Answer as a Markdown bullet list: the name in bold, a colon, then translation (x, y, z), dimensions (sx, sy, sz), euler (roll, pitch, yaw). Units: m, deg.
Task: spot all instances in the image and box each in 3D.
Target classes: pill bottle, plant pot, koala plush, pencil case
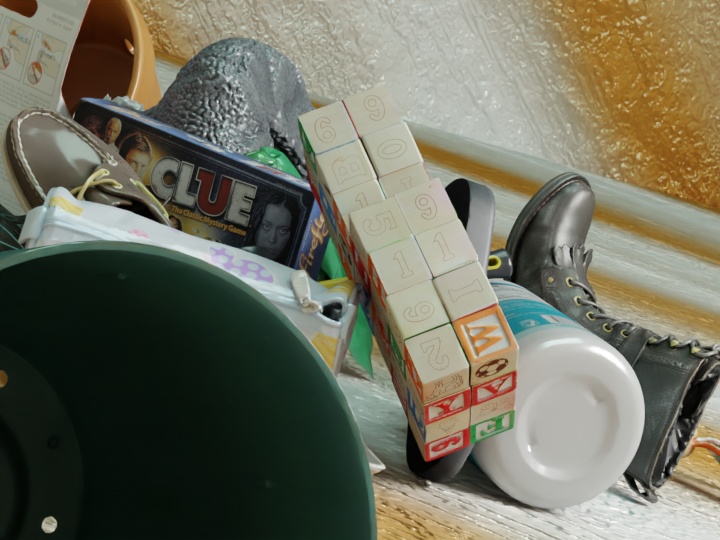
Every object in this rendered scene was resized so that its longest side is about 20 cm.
- **pill bottle**: translation (0.094, 0.070, 1.710), dimensions (0.110, 0.111, 0.200), euler (14, 8, -21)
- **plant pot**: translation (-0.119, 0.087, 0.903), dimensions (0.200, 0.202, 0.161), euler (13, -3, -29)
- **koala plush**: translation (-0.140, -0.075, 1.966), dimensions (0.199, 0.184, 0.178), euler (-6, 39, 26)
- **pencil case**: translation (-0.099, 0.018, 1.542), dimensions (0.199, 0.084, 0.091), euler (17, -12, 2)
- **plant pot**: translation (-0.247, -0.142, 2.185), dimensions (0.199, 0.201, 0.140), euler (21, -9, 20)

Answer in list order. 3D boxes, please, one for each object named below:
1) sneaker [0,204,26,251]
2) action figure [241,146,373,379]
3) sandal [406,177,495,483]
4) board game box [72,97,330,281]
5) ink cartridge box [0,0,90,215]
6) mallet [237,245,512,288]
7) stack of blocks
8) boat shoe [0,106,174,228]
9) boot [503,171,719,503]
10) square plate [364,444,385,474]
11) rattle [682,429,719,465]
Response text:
- **sneaker**: translation (-0.233, -0.005, 1.731), dimensions (0.199, 0.076, 0.079), euler (24, 38, 2)
- **action figure**: translation (-0.042, -0.021, 1.838), dimensions (0.200, 0.054, 0.119), euler (61, 8, -51)
- **sandal**: translation (0.044, 0.037, 1.645), dimensions (0.043, 0.201, 0.076), euler (17, -31, -23)
- **board game box**: translation (-0.118, -0.019, 1.762), dimensions (0.199, 0.136, 0.035), euler (22, 10, 30)
- **ink cartridge box**: translation (-0.246, -0.110, 1.860), dimensions (0.047, 0.201, 0.160), euler (8, 13, -47)
- **mallet**: translation (0.000, 0.000, 1.692), dimensions (0.199, 0.066, 0.041), euler (-16, -15, -25)
- **stack of blocks**: translation (0.027, -0.006, 1.566), dimensions (0.058, 0.201, 0.115), euler (-20, -25, -7)
- **boat shoe**: translation (-0.156, -0.028, 1.690), dimensions (0.200, 0.072, 0.060), euler (53, -15, 10)
- **boot**: translation (0.171, 0.043, 1.809), dimensions (0.173, 0.201, 0.069), euler (15, -6, 38)
- **square plate**: translation (-0.106, 0.074, 1.553), dimensions (0.199, 0.029, 0.198), euler (15, 8, -20)
- **rattle**: translation (0.206, 0.068, 1.896), dimensions (0.199, 0.144, 0.130), euler (16, -13, 38)
